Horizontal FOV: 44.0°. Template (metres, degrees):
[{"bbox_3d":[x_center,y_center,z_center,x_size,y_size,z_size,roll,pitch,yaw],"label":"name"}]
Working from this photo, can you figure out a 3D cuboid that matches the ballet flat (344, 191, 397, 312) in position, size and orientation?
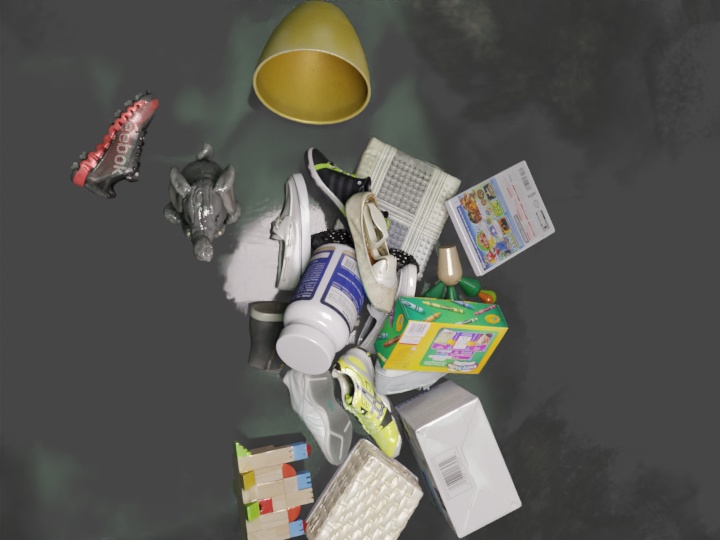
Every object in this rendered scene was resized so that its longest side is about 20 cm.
[{"bbox_3d":[0.025,-0.031,1.452,0.067,0.062,0.204,-17,88,-46],"label":"ballet flat"}]

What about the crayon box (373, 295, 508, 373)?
[{"bbox_3d":[0.135,0.111,1.500,0.196,0.059,0.120,6,132,-26],"label":"crayon box"}]

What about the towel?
[{"bbox_3d":[0.064,-0.112,1.601,0.190,0.035,0.203,25,89,-7],"label":"towel"}]

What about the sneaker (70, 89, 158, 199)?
[{"bbox_3d":[-0.392,-0.205,1.493,0.097,0.071,0.202,38,86,-8],"label":"sneaker"}]

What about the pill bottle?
[{"bbox_3d":[-0.060,0.063,1.456,0.115,0.116,0.202,32,49,-9],"label":"pill bottle"}]

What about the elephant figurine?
[{"bbox_3d":[-0.253,-0.114,1.453,0.141,0.200,0.156,-41,97,-7],"label":"elephant figurine"}]

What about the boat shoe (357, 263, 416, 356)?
[{"bbox_3d":[0.044,0.067,1.537,0.067,0.202,0.073,12,44,-10],"label":"boat shoe"}]

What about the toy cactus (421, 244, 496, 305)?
[{"bbox_3d":[0.160,0.039,1.579,0.196,0.102,0.169,-10,102,-20],"label":"toy cactus"}]

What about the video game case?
[{"bbox_3d":[0.253,-0.096,1.601,0.198,0.018,0.145,-28,95,-30],"label":"video game case"}]

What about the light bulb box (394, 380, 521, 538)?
[{"bbox_3d":[0.162,0.316,1.534,0.123,0.200,0.202,-23,95,-7],"label":"light bulb box"}]

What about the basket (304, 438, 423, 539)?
[{"bbox_3d":[0.006,0.418,1.546,0.135,0.123,0.202,35,86,-8],"label":"basket"}]

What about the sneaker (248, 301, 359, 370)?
[{"bbox_3d":[-0.102,0.116,1.560,0.196,0.075,0.109,3,109,-17],"label":"sneaker"}]

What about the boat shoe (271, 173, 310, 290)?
[{"bbox_3d":[-0.124,-0.066,1.547,0.064,0.072,0.205,-3,99,-14],"label":"boat shoe"}]

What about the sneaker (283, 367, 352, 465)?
[{"bbox_3d":[-0.073,0.250,1.562,0.070,0.079,0.204,-39,119,-44],"label":"sneaker"}]

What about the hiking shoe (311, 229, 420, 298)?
[{"bbox_3d":[0.000,0.000,1.557,0.196,0.076,0.102,20,115,-4],"label":"hiking shoe"}]

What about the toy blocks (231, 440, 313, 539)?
[{"bbox_3d":[-0.144,0.383,1.543,0.134,0.100,0.205,-7,91,-21],"label":"toy blocks"}]

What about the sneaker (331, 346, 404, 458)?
[{"bbox_3d":[0.008,0.239,1.560,0.076,0.075,0.203,-24,85,-40],"label":"sneaker"}]

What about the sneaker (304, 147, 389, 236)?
[{"bbox_3d":[-0.017,-0.143,1.535,0.082,0.071,0.201,-39,79,19],"label":"sneaker"}]

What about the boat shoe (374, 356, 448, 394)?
[{"bbox_3d":[0.102,0.175,1.575,0.198,0.070,0.073,-8,121,-37],"label":"boat shoe"}]

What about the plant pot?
[{"bbox_3d":[-0.077,-0.364,1.504,0.196,0.201,0.145,9,64,-10],"label":"plant pot"}]
